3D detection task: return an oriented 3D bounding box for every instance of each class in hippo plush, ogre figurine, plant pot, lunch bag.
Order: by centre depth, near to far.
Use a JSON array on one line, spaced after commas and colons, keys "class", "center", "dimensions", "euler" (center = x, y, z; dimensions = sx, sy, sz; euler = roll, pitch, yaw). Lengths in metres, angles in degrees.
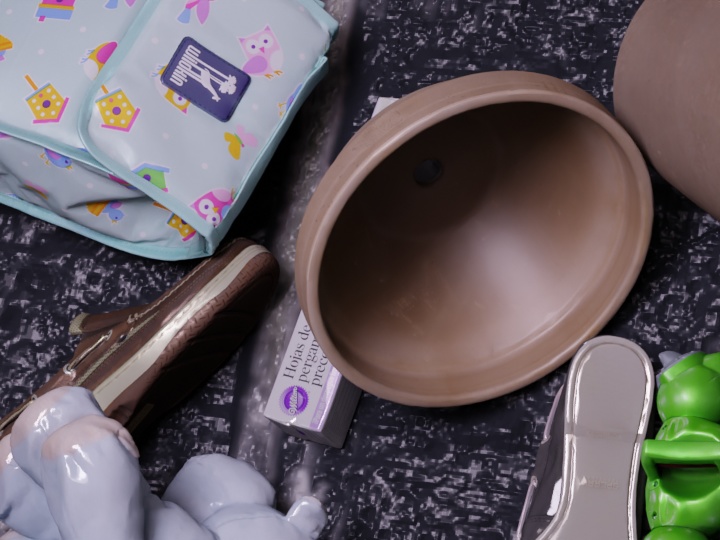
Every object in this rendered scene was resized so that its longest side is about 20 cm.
[{"class": "ogre figurine", "center": [0.207, 0.110, 1.461], "dimensions": [0.120, 0.098, 0.200], "euler": [6, 85, 9]}, {"class": "plant pot", "center": [0.233, -0.090, 1.483], "dimensions": [0.175, 0.200, 0.200], "euler": [25, 81, 43]}, {"class": "hippo plush", "center": [-0.097, 0.141, 1.507], "dimensions": [0.200, 0.161, 0.159], "euler": [44, 133, 50]}, {"class": "plant pot", "center": [0.050, -0.032, 1.525], "dimensions": [0.201, 0.201, 0.093], "euler": [-38, 40, 4]}, {"class": "lunch bag", "center": [-0.131, -0.107, 1.628], "dimensions": [0.200, 0.122, 0.170], "euler": [18, 63, 23]}]

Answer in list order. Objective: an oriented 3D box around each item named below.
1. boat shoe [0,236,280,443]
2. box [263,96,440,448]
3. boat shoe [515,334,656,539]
[{"class": "boat shoe", "center": [-0.137, 0.048, 1.611], "dimensions": [0.202, 0.075, 0.075], "euler": [-46, 71, 0]}, {"class": "box", "center": [0.000, 0.000, 1.601], "dimensions": [0.039, 0.041, 0.200], "euler": [15, 78, 24]}, {"class": "boat shoe", "center": [0.120, 0.134, 1.513], "dimensions": [0.067, 0.057, 0.200], "euler": [13, 80, 2]}]
